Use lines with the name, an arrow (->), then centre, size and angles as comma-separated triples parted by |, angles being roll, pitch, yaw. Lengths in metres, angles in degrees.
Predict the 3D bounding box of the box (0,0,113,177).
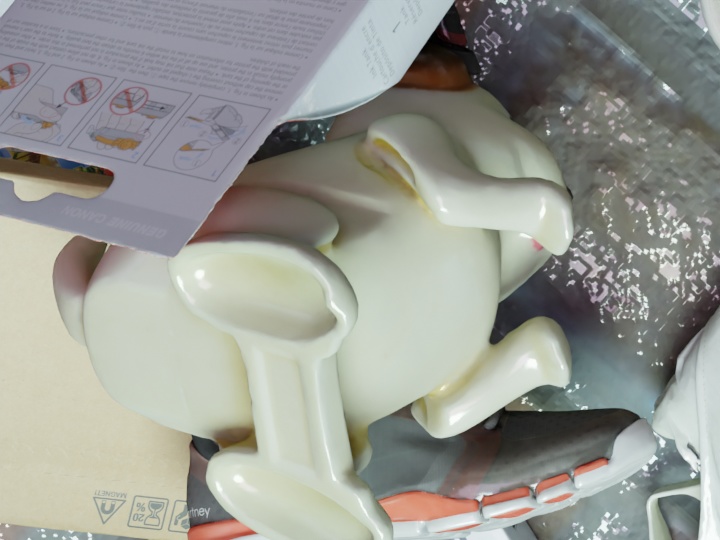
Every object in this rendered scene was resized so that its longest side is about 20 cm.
box -> -0.154, -0.100, 1.046 | 0.136, 0.039, 0.201 | -20, 98, 12

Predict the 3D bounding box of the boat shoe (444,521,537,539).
boat shoe -> 0.040, 0.131, 1.048 | 0.068, 0.072, 0.200 | -32, 93, 11

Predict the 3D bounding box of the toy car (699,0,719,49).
toy car -> 0.189, -0.166, 0.918 | 0.150, 0.175, 0.201 | -29, 96, -3

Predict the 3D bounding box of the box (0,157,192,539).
box -> -0.122, 0.035, 1.029 | 0.199, 0.021, 0.164 | 8, 112, -18

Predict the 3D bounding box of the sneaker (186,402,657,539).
sneaker -> 0.018, 0.069, 0.984 | 0.199, 0.077, 0.082 | -12, 80, 8

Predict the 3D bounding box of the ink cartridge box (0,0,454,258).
ink cartridge box -> -0.068, -0.079, 0.926 | 0.162, 0.200, 0.057 | 13, 150, 35

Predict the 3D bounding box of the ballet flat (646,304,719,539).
ballet flat -> 0.153, 0.086, 1.031 | 0.069, 0.069, 0.201 | 1, 103, 8

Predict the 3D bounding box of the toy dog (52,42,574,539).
toy dog -> 0.000, 0.000, 0.946 | 0.193, 0.200, 0.140 | 7, 123, 40

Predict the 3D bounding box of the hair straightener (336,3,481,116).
hair straightener -> -0.003, -0.138, 1.021 | 0.077, 0.041, 0.201 | -15, 104, 15
